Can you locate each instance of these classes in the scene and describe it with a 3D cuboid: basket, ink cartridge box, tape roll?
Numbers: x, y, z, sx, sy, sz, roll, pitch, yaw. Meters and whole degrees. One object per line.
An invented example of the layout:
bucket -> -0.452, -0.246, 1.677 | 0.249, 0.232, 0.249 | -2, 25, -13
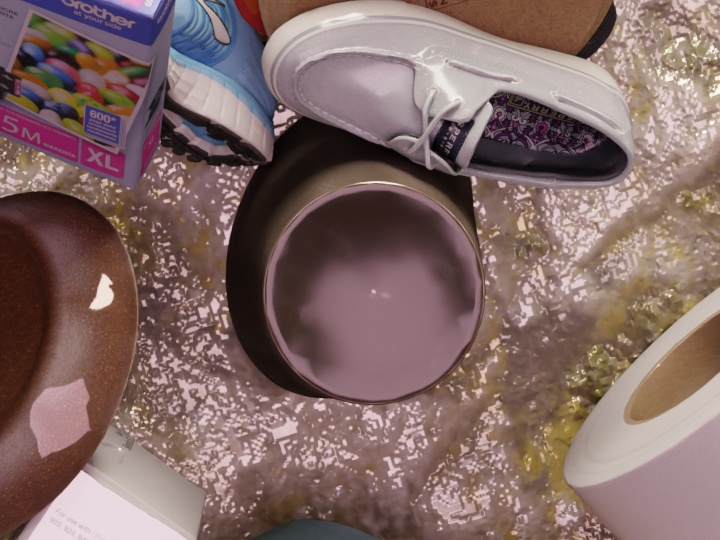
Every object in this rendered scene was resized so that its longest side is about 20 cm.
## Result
basket -> 0.000, 0.000, 1.367 | 0.135, 0.200, 0.181 | 21, 96, -6
ink cartridge box -> -0.172, 0.193, 1.407 | 0.084, 0.146, 0.200 | 33, 94, -5
ink cartridge box -> -0.154, -0.123, 1.286 | 0.119, 0.200, 0.042 | 22, 59, 3
tape roll -> 0.227, 0.096, 1.394 | 0.203, 0.203, 0.139 | -43, 98, 2

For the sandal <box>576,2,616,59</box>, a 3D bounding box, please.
sandal -> 0.049, -0.123, 1.408 | 0.199, 0.048, 0.076 | -4, 128, -18

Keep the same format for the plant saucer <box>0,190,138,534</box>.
plant saucer -> -0.206, 0.045, 1.372 | 0.201, 0.200, 0.037 | -53, 139, 4

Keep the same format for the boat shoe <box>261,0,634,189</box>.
boat shoe -> 0.050, -0.084, 1.302 | 0.200, 0.072, 0.070 | 10, 122, -19

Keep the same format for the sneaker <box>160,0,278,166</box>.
sneaker -> -0.109, -0.135, 1.375 | 0.078, 0.200, 0.090 | 2, 65, 33

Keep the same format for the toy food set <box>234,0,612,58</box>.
toy food set -> 0.037, -0.158, 1.318 | 0.197, 0.049, 0.200 | -29, 132, 12

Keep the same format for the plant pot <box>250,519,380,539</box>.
plant pot -> -0.026, 0.217, 1.415 | 0.200, 0.200, 0.135 | 28, 64, -7
